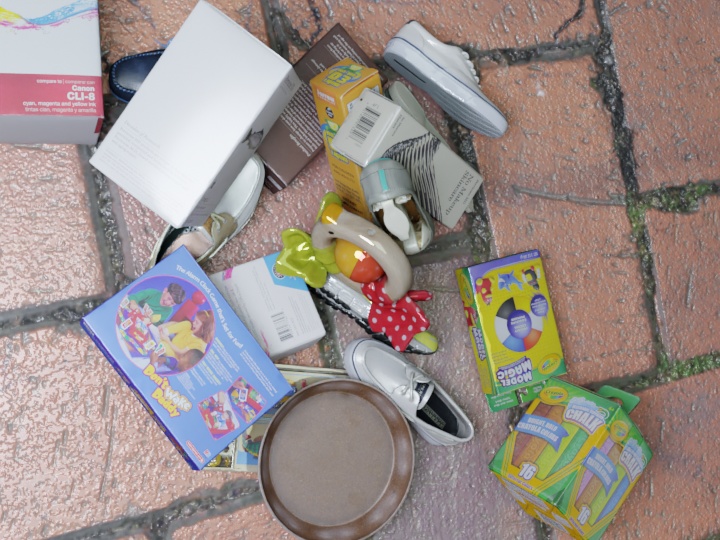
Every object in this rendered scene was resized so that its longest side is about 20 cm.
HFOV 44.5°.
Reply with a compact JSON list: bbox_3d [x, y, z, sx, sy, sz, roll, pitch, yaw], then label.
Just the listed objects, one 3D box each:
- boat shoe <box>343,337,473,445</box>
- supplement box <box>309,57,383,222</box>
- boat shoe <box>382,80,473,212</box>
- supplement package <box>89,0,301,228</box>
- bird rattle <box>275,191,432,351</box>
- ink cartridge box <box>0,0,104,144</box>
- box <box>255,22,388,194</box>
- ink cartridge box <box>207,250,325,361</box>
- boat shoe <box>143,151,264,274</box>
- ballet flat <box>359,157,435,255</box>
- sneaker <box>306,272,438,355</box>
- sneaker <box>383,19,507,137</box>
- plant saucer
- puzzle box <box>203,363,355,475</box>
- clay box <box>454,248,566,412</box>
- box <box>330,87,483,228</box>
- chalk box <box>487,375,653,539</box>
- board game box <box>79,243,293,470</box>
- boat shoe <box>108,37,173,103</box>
[{"bbox_3d":[0.065,0.156,1.115,0.200,0.066,0.072,47,62,-17],"label":"boat shoe"},{"bbox_3d":[-0.002,-0.150,1.070,0.069,0.066,0.202,-34,134,-25],"label":"supplement box"},{"bbox_3d":[0.081,-0.153,1.172,0.061,0.073,0.201,-29,107,24],"label":"boat shoe"},{"bbox_3d":[-0.167,-0.158,0.927,0.117,0.117,0.201,36,94,0],"label":"supplement package"},{"bbox_3d":[0.000,0.000,1.002,0.200,0.163,0.113,42,69,9],"label":"bird rattle"},{"bbox_3d":[-0.361,-0.252,0.966,0.143,0.145,0.203,-3,87,-20],"label":"ink cartridge box"},{"bbox_3d":[-0.069,-0.202,1.106,0.100,0.075,0.200,46,71,-11],"label":"box"},{"bbox_3d":[-0.156,0.064,1.038,0.198,0.068,0.116,-20,80,-25],"label":"ink cartridge box"},{"bbox_3d":[-0.178,-0.055,1.025,0.074,0.068,0.201,34,94,-4],"label":"boat shoe"},{"bbox_3d":[0.046,-0.052,1.002,0.067,0.200,0.064,-19,60,8],"label":"ballet flat"},{"bbox_3d":[0.028,0.033,1.119,0.199,0.078,0.091,38,73,-13],"label":"sneaker"},{"bbox_3d":[0.127,-0.259,1.178,0.199,0.073,0.071,37,78,-13],"label":"sneaker"},{"bbox_3d":[-0.031,0.231,1.076,0.198,0.034,0.203,0,90,-18],"label":"plant saucer"},{"bbox_3d":[-0.102,0.181,1.088,0.198,0.025,0.135,6,83,-19],"label":"puzzle box"},{"bbox_3d":[0.207,0.082,1.194,0.114,0.048,0.202,-14,90,-20],"label":"clay box"},{"bbox_3d":[0.059,-0.128,1.041,0.199,0.068,0.083,27,97,-49],"label":"box"},{"bbox_3d":[0.288,0.230,1.153,0.201,0.124,0.124,-52,125,-15],"label":"chalk box"},{"bbox_3d":[-0.186,0.094,0.953,0.134,0.045,0.201,-38,94,-24],"label":"board game box"},{"bbox_3d":[-0.202,-0.245,1.062,0.198,0.069,0.085,-12,90,-20],"label":"boat shoe"}]
